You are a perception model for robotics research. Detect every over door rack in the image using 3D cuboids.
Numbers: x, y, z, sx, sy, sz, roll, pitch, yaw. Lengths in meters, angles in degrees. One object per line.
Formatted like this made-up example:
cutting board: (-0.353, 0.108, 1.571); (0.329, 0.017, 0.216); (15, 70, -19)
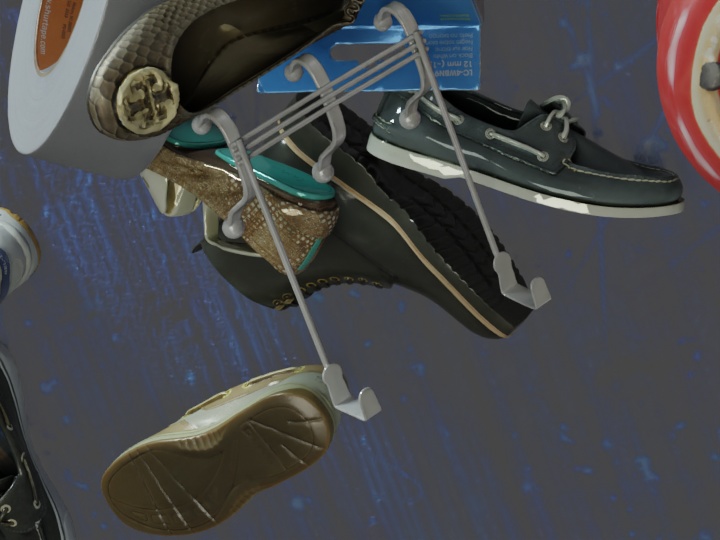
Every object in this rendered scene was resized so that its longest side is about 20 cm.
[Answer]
over door rack: (0.002, -0.034, 1.363); (0.147, 0.067, 0.201); (-33, 105, -23)

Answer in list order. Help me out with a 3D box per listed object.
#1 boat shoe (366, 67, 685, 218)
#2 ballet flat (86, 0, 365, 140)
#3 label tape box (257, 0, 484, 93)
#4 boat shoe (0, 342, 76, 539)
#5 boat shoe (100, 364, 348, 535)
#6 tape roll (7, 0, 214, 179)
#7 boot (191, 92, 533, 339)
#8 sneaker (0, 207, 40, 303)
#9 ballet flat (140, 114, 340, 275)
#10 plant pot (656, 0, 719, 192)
boat shoe: (0.104, -0.078, 1.429); (0.199, 0.073, 0.062); (14, 103, 10)
ballet flat: (-0.065, -0.127, 1.296); (0.046, 0.200, 0.068); (27, 137, 41)
label tape box: (-0.002, -0.206, 1.389); (0.142, 0.066, 0.201); (1, 93, 13)
boat shoe: (-0.250, 0.144, 1.604); (0.068, 0.057, 0.201); (-10, 106, 17)
boat shoe: (-0.085, 0.118, 1.550); (0.199, 0.066, 0.074); (-23, 104, 34)
tape roll: (-0.146, -0.158, 1.390); (0.066, 0.201, 0.201); (15, 115, -22)
boot: (0.000, 0.000, 1.490); (0.200, 0.077, 0.138); (45, 118, 10)
sneaker: (-0.306, 0.029, 1.561); (0.200, 0.088, 0.075); (-37, 99, 24)
ballet flat: (-0.096, -0.054, 1.451); (0.200, 0.070, 0.066); (33, 113, 39)
plant pot: (0.260, -0.134, 1.313); (0.199, 0.183, 0.201); (4, 108, 13)
